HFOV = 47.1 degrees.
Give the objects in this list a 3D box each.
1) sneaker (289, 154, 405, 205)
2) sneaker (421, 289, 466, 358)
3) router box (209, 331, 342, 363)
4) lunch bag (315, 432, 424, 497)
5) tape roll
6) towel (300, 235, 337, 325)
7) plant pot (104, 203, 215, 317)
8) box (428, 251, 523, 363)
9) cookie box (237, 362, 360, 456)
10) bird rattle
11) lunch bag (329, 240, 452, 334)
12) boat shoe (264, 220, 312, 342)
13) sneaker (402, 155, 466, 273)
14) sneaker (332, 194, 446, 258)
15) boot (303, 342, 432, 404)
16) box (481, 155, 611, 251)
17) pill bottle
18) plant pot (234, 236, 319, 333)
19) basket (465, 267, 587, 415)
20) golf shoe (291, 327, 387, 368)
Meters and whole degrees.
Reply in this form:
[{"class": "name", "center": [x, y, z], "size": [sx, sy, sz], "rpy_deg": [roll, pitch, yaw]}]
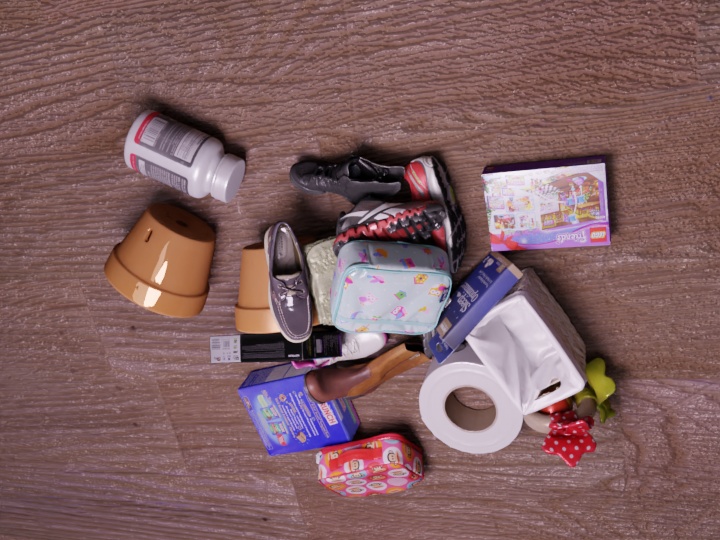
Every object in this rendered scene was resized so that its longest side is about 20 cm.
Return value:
[{"class": "sneaker", "center": [-0.026, -0.162, 1.395], "size": [0.195, 0.061, 0.105], "rpy_deg": [19, 156, 3]}, {"class": "sneaker", "center": [0.149, 0.060, 1.474], "size": [0.088, 0.076, 0.204], "rpy_deg": [-3, 120, 7]}, {"class": "router box", "center": [-0.150, 0.138, 1.488], "size": [0.196, 0.148, 0.053], "rpy_deg": [-5, 85, 27]}, {"class": "lunch bag", "center": [0.014, 0.385, 1.633], "size": [0.196, 0.084, 0.176], "rpy_deg": [-17, 148, 22]}, {"class": "tape roll", "center": [0.209, 0.239, 1.538], "size": [0.197, 0.071, 0.207], "rpy_deg": [8, 120, 15]}, {"class": "towel", "center": [0.000, 0.000, 1.426], "size": [0.196, 0.036, 0.152], "rpy_deg": [-20, 98, -19]}, {"class": "plant pot", "center": [-0.356, -0.028, 1.531], "size": [0.197, 0.200, 0.142], "rpy_deg": [30, 107, 2]}, {"class": "box", "center": [0.180, 0.058, 1.376], "size": [0.032, 0.121, 0.201], "rpy_deg": [39, 96, -12]}, {"class": "cookie box", "center": [-0.123, 0.276, 1.673], "size": [0.196, 0.075, 0.174], "rpy_deg": [-14, 112, 25]}, {"class": "bird rattle", "center": [0.355, 0.250, 1.429], "size": [0.161, 0.200, 0.115], "rpy_deg": [4, 127, 46]}, {"class": "lunch bag", "center": [0.051, 0.035, 1.352], "size": [0.195, 0.078, 0.163], "rpy_deg": [5, 131, -14]}, {"class": "boat shoe", "center": [-0.121, 0.016, 1.369], "size": [0.070, 0.065, 0.205], "rpy_deg": [-8, 80, -9]}, {"class": "sneaker", "center": [0.123, -0.092, 1.400], "size": [0.083, 0.077, 0.205], "rpy_deg": [-11, 102, 30]}, {"class": "sneaker", "center": [0.043, -0.086, 1.359], "size": [0.196, 0.100, 0.071], "rpy_deg": [-18, 144, 15]}, {"class": "boot", "center": [0.013, 0.188, 1.528], "size": [0.198, 0.070, 0.187], "rpy_deg": [-28, 149, 31]}, {"class": "box", "center": [0.302, -0.106, 1.340], "size": [0.195, 0.039, 0.140], "rpy_deg": [-2, 115, 21]}, {"class": "pill bottle", "center": [-0.310, -0.198, 1.470], "size": [0.196, 0.111, 0.112], "rpy_deg": [24, 122, 6]}, {"class": "plant pot", "center": [-0.138, 0.020, 1.487], "size": [0.195, 0.200, 0.144], "rpy_deg": [-5, 100, 21]}, {"class": "basket", "center": [0.285, 0.117, 1.415], "size": [0.134, 0.124, 0.201], "rpy_deg": [-31, 103, 30]}, {"class": "golf shoe", "center": [-0.044, 0.151, 1.571], "size": [0.196, 0.092, 0.077], "rpy_deg": [-11, 112, 23]}]
